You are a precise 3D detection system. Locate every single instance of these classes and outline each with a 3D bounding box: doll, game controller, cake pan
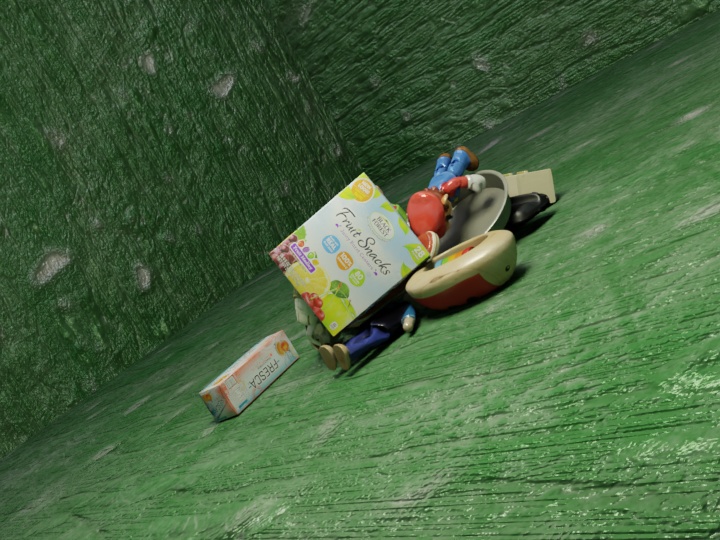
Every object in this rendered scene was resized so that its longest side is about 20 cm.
[{"bbox_3d":[0.035,0.088,1.271,0.199,0.049,0.136,-33,12,-33],"label":"doll"},{"bbox_3d":[0.242,-0.097,1.463,0.199,0.042,0.104,-9,29,50],"label":"game controller"},{"bbox_3d":[0.185,-0.088,1.427,0.199,0.037,0.201,-34,32,25],"label":"cake pan"}]

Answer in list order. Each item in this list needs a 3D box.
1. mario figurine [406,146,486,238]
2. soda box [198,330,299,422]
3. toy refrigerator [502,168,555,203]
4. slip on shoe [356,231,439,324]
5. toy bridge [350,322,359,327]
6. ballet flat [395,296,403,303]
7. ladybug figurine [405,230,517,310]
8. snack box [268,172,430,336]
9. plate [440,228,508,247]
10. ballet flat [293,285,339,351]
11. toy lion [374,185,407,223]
[{"bbox_3d":[0.148,-0.121,1.428,0.201,0.105,0.124,-59,-5,-38],"label":"mario figurine"},{"bbox_3d":[-0.199,0.190,1.476,0.068,0.064,0.200,-25,10,39],"label":"soda box"},{"bbox_3d":[0.299,-0.156,1.584,0.075,0.071,0.200,-11,4,-12],"label":"toy refrigerator"},{"bbox_3d":[0.050,0.006,1.344,0.200,0.061,0.074,-41,32,9],"label":"slip on shoe"},{"bbox_3d":[0.001,0.079,1.518,0.067,0.027,0.200,-36,10,-19],"label":"toy bridge"},{"bbox_3d":[0.079,0.008,1.421,0.069,0.071,0.202,-26,46,22],"label":"ballet flat"},{"bbox_3d":[0.155,0.006,1.225,0.199,0.072,0.136,-25,10,39],"label":"ladybug figurine"},{"bbox_3d":[-0.015,-0.024,1.281,0.200,0.169,0.068,-40,-6,2],"label":"snack box"},{"bbox_3d":[0.214,-0.070,1.537,0.198,0.026,0.200,-20,8,3],"label":"plate"},{"bbox_3d":[-0.079,0.078,1.392,0.070,0.071,0.201,-32,-35,-10],"label":"ballet flat"},{"bbox_3d":[-0.003,-0.051,1.410,0.199,0.069,0.192,-36,24,19],"label":"toy lion"}]
